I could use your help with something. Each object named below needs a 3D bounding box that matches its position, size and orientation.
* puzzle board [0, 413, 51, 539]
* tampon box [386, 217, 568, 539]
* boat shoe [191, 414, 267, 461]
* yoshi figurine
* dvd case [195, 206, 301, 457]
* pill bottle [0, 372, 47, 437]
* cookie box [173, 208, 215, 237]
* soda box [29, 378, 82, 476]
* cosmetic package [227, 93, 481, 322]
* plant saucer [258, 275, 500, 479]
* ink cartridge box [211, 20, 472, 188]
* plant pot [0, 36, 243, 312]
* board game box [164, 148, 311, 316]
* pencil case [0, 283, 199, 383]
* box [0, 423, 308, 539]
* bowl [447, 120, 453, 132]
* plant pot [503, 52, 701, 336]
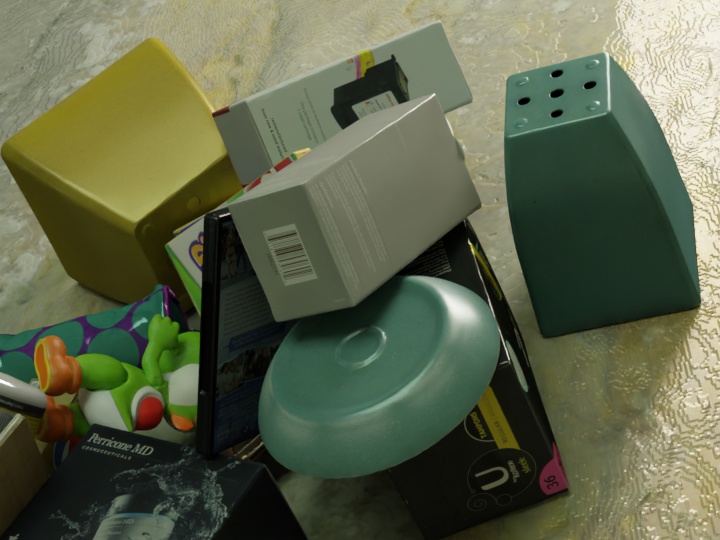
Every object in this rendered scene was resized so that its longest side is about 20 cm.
[{"bbox_3d":[-0.298,0.228,1.393,0.017,0.200,0.151,21,55,23],"label":"puzzle board"},{"bbox_3d":[0.070,0.084,1.389,0.126,0.150,0.200,-23,37,7],"label":"tampon box"},{"bbox_3d":[-0.047,0.110,1.502,0.200,0.070,0.070,-32,74,-17],"label":"boat shoe"},{"bbox_3d":[-0.195,0.097,1.532,0.200,0.112,0.112,2,-13,-26],"label":"yoshi figurine"},{"bbox_3d":[-0.077,0.036,1.374,0.018,0.200,0.143,17,23,33],"label":"dvd case"},{"bbox_3d":[-0.343,0.175,1.416,0.112,0.112,0.200,17,83,42],"label":"pill bottle"},{"bbox_3d":[-0.046,-0.051,1.587,0.171,0.075,0.200,-32,12,-37],"label":"cookie box"},{"bbox_3d":[-0.298,0.191,1.543,0.064,0.068,0.200,-1,43,28],"label":"soda box"},{"bbox_3d":[0.000,-0.052,1.349,0.090,0.107,0.200,-14,14,37],"label":"cosmetic package"},{"bbox_3d":[0.006,0.068,1.295,0.200,0.036,0.200,-19,38,16],"label":"plant saucer"},{"bbox_3d":[-0.019,-0.150,1.585,0.200,0.083,0.146,-25,7,-16],"label":"ink cartridge box"},{"bbox_3d":[-0.200,-0.075,1.717,0.200,0.200,0.176,-40,49,-18],"label":"plant pot"},{"bbox_3d":[-0.092,-0.017,1.479,0.200,0.096,0.030,-33,-8,41],"label":"board game box"},{"bbox_3d":[-0.257,0.077,1.643,0.200,0.085,0.092,-16,53,12],"label":"pencil case"},{"bbox_3d":[-0.179,0.244,1.372,0.197,0.117,0.200,8,47,37],"label":"box"},{"bbox_3d":[-0.013,-0.143,1.759,0.201,0.094,0.201,-15,38,12],"label":"bowl"},{"bbox_3d":[0.193,-0.072,1.465,0.141,0.200,0.141,-12,39,17],"label":"plant pot"}]
